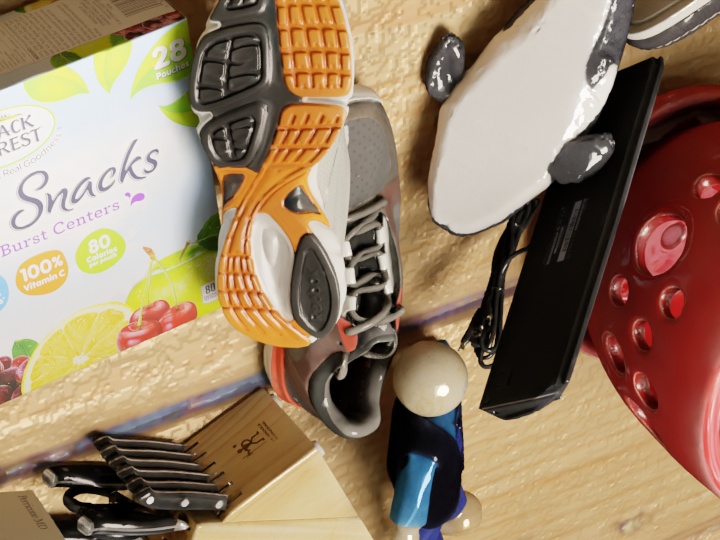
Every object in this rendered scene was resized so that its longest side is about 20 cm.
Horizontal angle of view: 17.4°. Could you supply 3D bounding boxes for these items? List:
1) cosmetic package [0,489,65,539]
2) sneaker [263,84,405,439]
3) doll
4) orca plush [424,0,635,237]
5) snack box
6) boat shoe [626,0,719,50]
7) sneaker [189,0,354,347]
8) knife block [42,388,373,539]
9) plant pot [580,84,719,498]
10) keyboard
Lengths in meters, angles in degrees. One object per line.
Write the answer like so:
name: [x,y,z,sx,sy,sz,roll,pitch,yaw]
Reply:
cosmetic package: [-0.241,0.164,1.130,0.200,0.104,0.073,-2,115,-28]
sneaker: [0.000,0.000,1.218,0.077,0.082,0.200,-17,128,-25]
doll: [0.039,0.099,1.296,0.048,0.137,0.200,5,147,9]
orca plush: [0.093,-0.115,1.239,0.105,0.071,0.200,14,106,8]
snack box: [-0.169,-0.026,1.092,0.200,0.068,0.169,-24,130,-22]
boat shoe: [0.217,-0.178,1.260,0.200,0.074,0.060,-44,130,-13]
sneaker: [-0.038,-0.069,1.109,0.076,0.092,0.200,5,121,3]
knife block: [-0.089,0.158,1.277,0.176,0.064,0.200,-37,134,-8]
plant pot: [0.215,0.007,1.304,0.200,0.182,0.201,-18,128,-24]
keyboard: [0.104,-0.013,1.250,0.021,0.127,0.200,28,69,-22]
